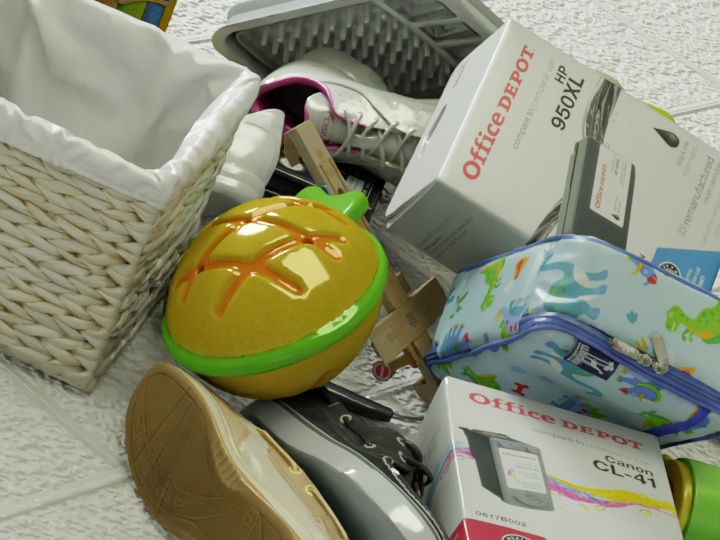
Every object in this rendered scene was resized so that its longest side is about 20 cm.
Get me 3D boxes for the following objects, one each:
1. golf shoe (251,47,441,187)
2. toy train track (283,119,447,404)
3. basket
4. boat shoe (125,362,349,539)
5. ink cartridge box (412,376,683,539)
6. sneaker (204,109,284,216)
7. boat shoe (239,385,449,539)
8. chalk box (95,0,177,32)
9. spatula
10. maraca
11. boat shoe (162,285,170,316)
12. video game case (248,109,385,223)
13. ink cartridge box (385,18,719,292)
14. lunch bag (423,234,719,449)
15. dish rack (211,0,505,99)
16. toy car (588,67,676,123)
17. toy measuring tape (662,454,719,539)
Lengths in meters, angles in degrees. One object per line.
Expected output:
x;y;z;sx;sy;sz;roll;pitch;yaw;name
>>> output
0.012;-0.089;1.911;0.200;0.076;0.091;24;23;31;golf shoe
0.000;0.000;1.790;0.200;0.032;0.115;62;29;-5;toy train track
-0.195;-0.062;1.695;0.200;0.161;0.198;25;26;3;basket
-0.065;0.126;1.560;0.069;0.074;0.200;16;25;-42;boat shoe
0.105;0.161;1.603;0.147;0.086;0.200;17;28;-12;ink cartridge box
-0.145;-0.104;1.831;0.200;0.089;0.075;21;-18;6;sneaker
0.004;0.115;1.582;0.066;0.070;0.200;-26;27;-21;boat shoe
-0.204;-0.211;1.919;0.125;0.200;0.124;39;30;30;chalk box
0.035;0.088;1.749;0.199;0.021;0.057;13;7;-11;spatula
-0.050;0.005;1.642;0.137;0.107;0.200;-13;28;6;maraca
-0.049;-0.006;1.802;0.070;0.072;0.201;33;26;22;boat shoe
-0.068;-0.089;1.957;0.180;0.026;0.200;23;15;0;video game case
0.136;-0.046;1.825;0.200;0.084;0.145;31;58;-11;ink cartridge box
0.144;0.052;1.720;0.161;0.083;0.200;27;-19;-19;lunch bag
0.013;-0.164;1.994;0.172;0.200;0.044;35;53;-49;dish rack
0.135;-0.028;1.964;0.164;0.158;0.200;17;50;-35;toy car
0.205;0.169;1.684;0.073;0.074;0.200;15;27;-16;toy measuring tape
